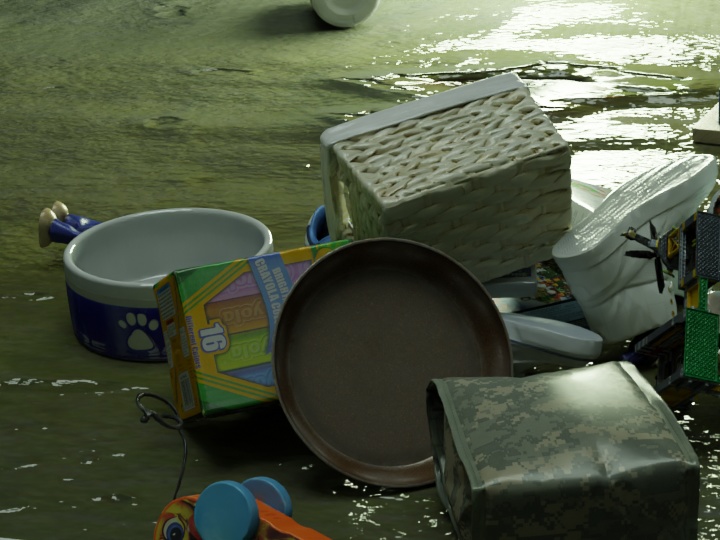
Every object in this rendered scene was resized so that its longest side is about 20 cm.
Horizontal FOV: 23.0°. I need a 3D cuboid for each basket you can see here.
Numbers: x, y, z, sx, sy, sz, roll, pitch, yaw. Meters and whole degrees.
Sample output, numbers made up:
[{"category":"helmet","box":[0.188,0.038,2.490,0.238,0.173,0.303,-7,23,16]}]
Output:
[{"category":"basket","box":[0.080,-0.068,1.551,0.199,0.136,0.123,-19,40,-17]}]

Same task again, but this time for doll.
[{"category":"doll","box":[-0.231,-0.034,1.842,0.199,0.049,0.136,6,14,7]}]

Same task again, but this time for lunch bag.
[{"category":"lunch bag","box":[0.141,0.139,1.283,0.163,0.118,0.200,-6,27,-4]}]

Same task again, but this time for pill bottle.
[{"category":"pill bottle","box":[-0.033,-0.456,2.756,0.112,0.113,0.200,-6,23,-6]}]

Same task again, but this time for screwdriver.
[{"category":"screwdriver","box":[0.216,0.085,1.521,0.200,0.028,0.029,-26,1,-42]}]

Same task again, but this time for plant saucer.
[{"category":"plant saucer","box":[0.023,0.074,1.404,0.200,0.201,0.032,-11,-9,-18]}]

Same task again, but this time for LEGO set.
[{"category":"LEGO set","box":[0.297,0.047,1.452,0.153,0.201,0.116,4,-21,-16]}]

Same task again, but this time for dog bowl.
[{"category":"dog bowl","box":[-0.181,0.010,1.688,0.199,0.079,0.200,-2,22,1]}]

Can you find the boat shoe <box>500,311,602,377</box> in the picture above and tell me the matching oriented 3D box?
[{"category":"boat shoe","box":[0.118,0.070,1.522,0.200,0.066,0.073,8,5,41]}]

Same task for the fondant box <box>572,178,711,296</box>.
[{"category":"fondant box","box":[0.237,-0.039,1.714,0.144,0.058,0.200,12,14,-28]}]

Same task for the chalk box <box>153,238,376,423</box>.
[{"category":"chalk box","box":[-0.058,0.046,1.475,0.199,0.124,0.124,-11,-4,-17]}]

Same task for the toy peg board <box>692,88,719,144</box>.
[{"category":"toy peg board","box":[0.526,-0.220,2.126,0.199,0.098,0.200,9,25,27]}]

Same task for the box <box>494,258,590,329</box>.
[{"category":"box","box":[0.145,0.011,1.694,0.136,0.038,0.200,-13,24,-22]}]

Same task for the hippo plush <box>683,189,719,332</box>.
[{"category":"hippo plush","box":[0.382,-0.012,1.556,0.200,0.161,0.159,-22,29,-38]}]

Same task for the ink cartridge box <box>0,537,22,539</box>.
[{"category":"ink cartridge box","box":[-0.265,0.239,1.196,0.199,0.050,0.161,1,23,20]}]

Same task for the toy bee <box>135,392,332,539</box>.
[{"category":"toy bee","box":[-0.096,0.191,1.244,0.131,0.109,0.200,18,17,-44]}]

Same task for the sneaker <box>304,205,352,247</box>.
[{"category":"sneaker","box":[0.000,0.000,1.685,0.074,0.083,0.200,-14,26,-27]}]

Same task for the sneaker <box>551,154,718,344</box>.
[{"category":"sneaker","box":[0.259,-0.015,1.575,0.200,0.116,0.074,-36,22,-28]}]

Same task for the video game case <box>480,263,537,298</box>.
[{"category":"video game case","box":[0.089,-0.037,1.639,0.143,0.018,0.200,-2,35,5]}]
